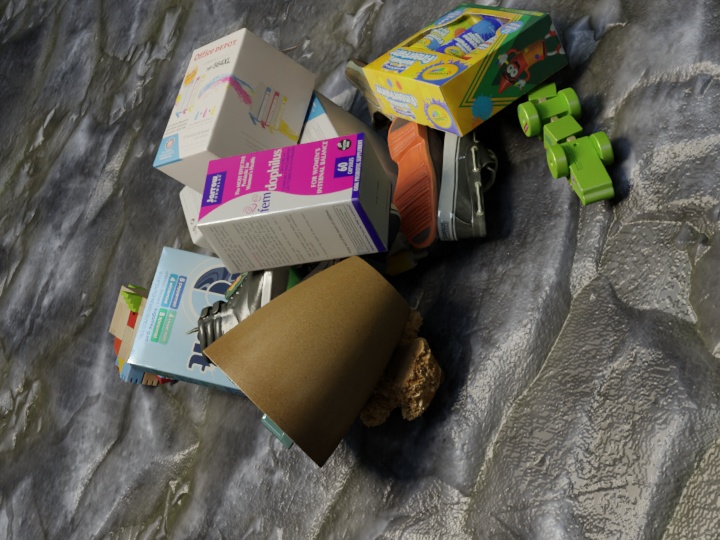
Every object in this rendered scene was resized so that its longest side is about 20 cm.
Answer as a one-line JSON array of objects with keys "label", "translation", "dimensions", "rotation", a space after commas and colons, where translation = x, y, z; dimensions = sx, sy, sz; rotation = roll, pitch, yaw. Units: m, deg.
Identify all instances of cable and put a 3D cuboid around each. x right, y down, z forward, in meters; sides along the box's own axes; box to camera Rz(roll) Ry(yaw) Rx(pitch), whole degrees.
[{"label": "cable", "translation": [0.000, 0.000, 1.526], "dimensions": [0.200, 0.050, 0.097], "rotation": [-34, 46, 17]}]

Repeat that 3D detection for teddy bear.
[{"label": "teddy bear", "translation": [0.034, 0.118, 1.433], "dimensions": [0.200, 0.067, 0.146], "rotation": [-19, 50, 49]}]

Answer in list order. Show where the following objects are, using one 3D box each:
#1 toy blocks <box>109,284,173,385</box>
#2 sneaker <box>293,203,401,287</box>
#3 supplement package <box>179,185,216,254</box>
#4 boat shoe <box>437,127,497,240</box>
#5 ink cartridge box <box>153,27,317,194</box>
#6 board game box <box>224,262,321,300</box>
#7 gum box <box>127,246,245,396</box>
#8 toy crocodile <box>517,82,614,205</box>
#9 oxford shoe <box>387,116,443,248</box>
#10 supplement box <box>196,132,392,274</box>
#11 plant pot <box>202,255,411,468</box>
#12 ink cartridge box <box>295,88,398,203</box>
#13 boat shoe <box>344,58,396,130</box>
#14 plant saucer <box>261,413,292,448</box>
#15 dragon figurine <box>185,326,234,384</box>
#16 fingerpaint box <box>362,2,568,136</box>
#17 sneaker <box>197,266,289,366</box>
[{"label": "toy blocks", "translation": [-0.326, 0.110, 1.822], "dimensions": [0.200, 0.100, 0.138], "rotation": [21, 96, 52]}, {"label": "sneaker", "translation": [-0.009, 0.009, 1.461], "dimensions": [0.200, 0.078, 0.080], "rotation": [-49, 54, 27]}, {"label": "supplement package", "translation": [-0.147, -0.120, 1.723], "dimensions": [0.200, 0.117, 0.118], "rotation": [-45, 41, 20]}, {"label": "boat shoe", "translation": [0.134, -0.117, 1.456], "dimensions": [0.063, 0.071, 0.201], "rotation": [-1, 54, 12]}, {"label": "ink cartridge box", "translation": [-0.156, -0.203, 1.541], "dimensions": [0.128, 0.125, 0.201], "rotation": [-8, 60, 49]}, {"label": "board game box", "translation": [-0.072, -0.011, 1.526], "dimensions": [0.200, 0.105, 0.023], "rotation": [-47, 26, 17]}, {"label": "gum box", "translation": [-0.193, 0.072, 1.628], "dimensions": [0.199, 0.045, 0.171], "rotation": [12, 73, 10]}, {"label": "toy crocodile", "translation": [0.232, -0.146, 1.362], "dimensions": [0.067, 0.062, 0.201], "rotation": [-20, 51, -5]}, {"label": "oxford shoe", "translation": [0.085, -0.109, 1.489], "dimensions": [0.071, 0.073, 0.201], "rotation": [-32, 47, 38]}, {"label": "supplement box", "translation": [-0.074, -0.075, 1.390], "dimensions": [0.199, 0.104, 0.102], "rotation": [-9, 53, 18]}, {"label": "plant pot", "translation": [-0.044, 0.085, 1.357], "dimensions": [0.200, 0.186, 0.186], "rotation": [-47, 38, -7]}, {"label": "ink cartridge box", "translation": [-0.059, -0.101, 1.586], "dimensions": [0.200, 0.146, 0.147], "rotation": [-48, 38, 17]}, {"label": "boat shoe", "translation": [0.032, -0.228, 1.630], "dimensions": [0.200, 0.071, 0.077], "rotation": [40, 111, 51]}, {"label": "plant saucer", "translation": [-0.066, 0.129, 1.565], "dimensions": [0.070, 0.019, 0.201], "rotation": [33, 95, 52]}, {"label": "dragon figurine", "translation": [-0.134, 0.119, 1.522], "dimensions": [0.059, 0.200, 0.099], "rotation": [-54, -3, 6]}, {"label": "fingerpaint box", "translation": [0.122, -0.249, 1.456], "dimensions": [0.166, 0.074, 0.200], "rotation": [-35, 27, -13]}, {"label": "sneaker", "translation": [-0.146, 0.032, 1.471], "dimensions": [0.099, 0.071, 0.201], "rotation": [7, 86, 15]}]
